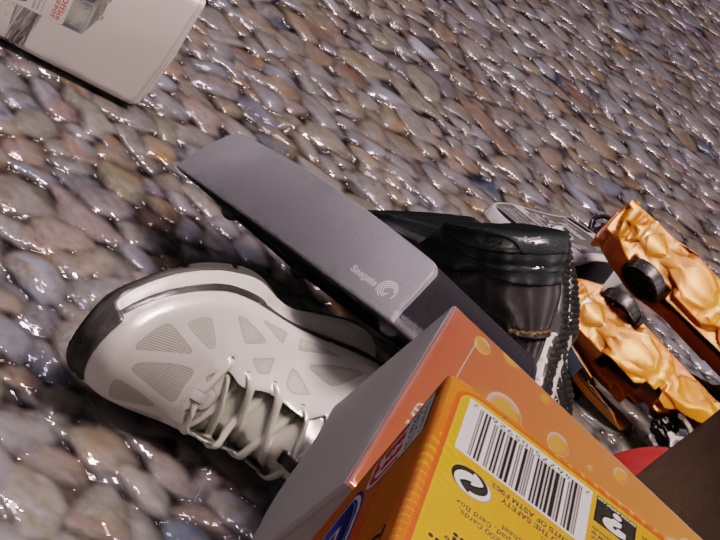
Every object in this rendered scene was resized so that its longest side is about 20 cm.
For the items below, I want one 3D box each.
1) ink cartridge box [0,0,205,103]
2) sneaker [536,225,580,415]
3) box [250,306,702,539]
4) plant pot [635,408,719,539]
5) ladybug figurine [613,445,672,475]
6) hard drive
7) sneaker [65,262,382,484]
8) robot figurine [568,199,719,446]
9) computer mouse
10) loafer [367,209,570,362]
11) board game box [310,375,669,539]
[{"bbox_3d":[-0.198,-0.200,1.101,0.199,0.085,0.146,28,26,-29],"label":"ink cartridge box"},{"bbox_3d":[0.083,0.054,1.093,0.201,0.079,0.074,-78,158,-53],"label":"sneaker"},{"bbox_3d":[0.062,0.138,0.788,0.200,0.097,0.125,42,41,-6],"label":"box"},{"bbox_3d":[0.195,0.143,0.904,0.200,0.174,0.201,47,27,-33],"label":"plant pot"},{"bbox_3d":[0.201,0.161,1.046,0.199,0.072,0.136,34,24,-12],"label":"ladybug figurine"},{"bbox_3d":[0.000,0.000,0.968,0.200,0.042,0.135,35,-5,47],"label":"hard drive"},{"bbox_3d":[-0.035,0.067,0.864,0.200,0.076,0.116,14,31,-49],"label":"sneaker"},{"bbox_3d":[0.207,0.061,1.199,0.200,0.058,0.145,46,67,0],"label":"robot figurine"},{"bbox_3d":[0.143,-0.007,1.301,0.199,0.044,0.110,8,27,-50],"label":"computer mouse"},{"bbox_3d":[0.045,0.005,1.062,0.072,0.073,0.200,1,6,-23],"label":"loafer"},{"bbox_3d":[0.032,0.198,0.566,0.199,0.200,0.200,37,23,-3],"label":"board game box"}]
